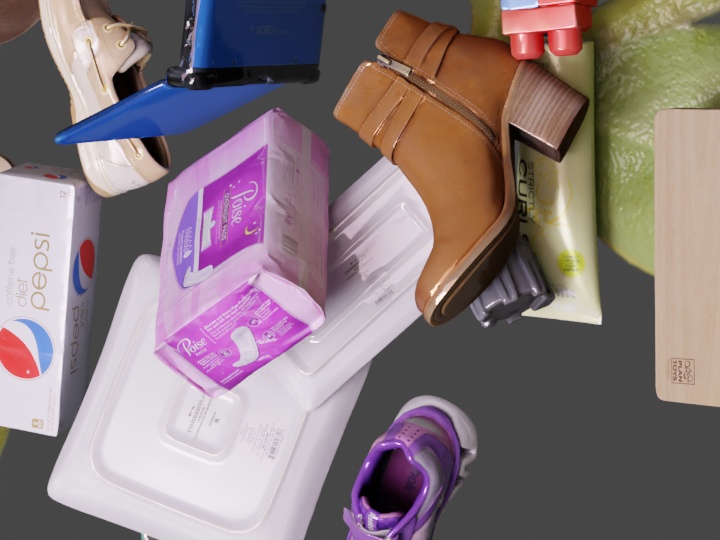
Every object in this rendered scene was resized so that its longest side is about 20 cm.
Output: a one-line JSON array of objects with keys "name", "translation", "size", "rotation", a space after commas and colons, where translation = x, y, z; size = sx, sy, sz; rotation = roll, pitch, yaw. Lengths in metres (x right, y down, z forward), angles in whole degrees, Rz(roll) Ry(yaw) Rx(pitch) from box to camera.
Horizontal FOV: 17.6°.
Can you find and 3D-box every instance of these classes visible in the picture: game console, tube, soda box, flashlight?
[{"name": "game console", "translation": [-0.117, -0.171, 1.659], "size": [0.118, 0.200, 0.172], "rotation": [10, 100, 22]}, {"name": "tube", "translation": [0.139, -0.063, 1.642], "size": [0.052, 0.058, 0.201], "rotation": [-3, 102, -16]}, {"name": "soda box", "translation": [-0.247, 0.022, 1.803], "size": [0.068, 0.064, 0.201], "rotation": [9, 103, 14]}, {"name": "flashlight", "translation": [0.063, -0.057, 1.642], "size": [0.068, 0.068, 0.201], "rotation": [-29, 70, 15]}]

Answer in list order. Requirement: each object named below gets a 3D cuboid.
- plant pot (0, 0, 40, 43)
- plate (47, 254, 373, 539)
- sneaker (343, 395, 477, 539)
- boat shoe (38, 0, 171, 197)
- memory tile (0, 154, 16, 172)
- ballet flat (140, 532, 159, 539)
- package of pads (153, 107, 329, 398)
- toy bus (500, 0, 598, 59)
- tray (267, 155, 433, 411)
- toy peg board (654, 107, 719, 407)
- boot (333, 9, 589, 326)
[{"name": "plant pot", "translation": [-0.346, -0.259, 1.752], "size": [0.186, 0.200, 0.188], "rotation": [3, 98, 24]}, {"name": "plate", "translation": [-0.114, 0.109, 1.733], "size": [0.199, 0.032, 0.200], "rotation": [21, 84, 10]}, {"name": "sneaker", "translation": [0.020, 0.191, 1.702], "size": [0.080, 0.088, 0.201], "rotation": [20, 105, 19]}, {"name": "boat shoe", "translation": [-0.189, -0.159, 1.767], "size": [0.069, 0.074, 0.201], "rotation": [-11, 101, 22]}, {"name": "memory tile", "translation": [-0.334, -0.040, 1.872], "size": [0.200, 0.017, 0.154], "rotation": [35, 108, 17]}, {"name": "ballet flat", "translation": [-0.140, 0.170, 1.778], "size": [0.072, 0.072, 0.201], "rotation": [-15, 89, 25]}, {"name": "package of pads", "translation": [-0.083, -0.017, 1.673], "size": [0.120, 0.200, 0.076], "rotation": [-35, 122, 26]}, {"name": "toy bus", "translation": [0.148, -0.242, 1.562], "size": [0.199, 0.136, 0.193], "rotation": [-7, 89, 23]}, {"name": "tray", "translation": [0.000, 0.000, 1.696], "size": [0.200, 0.022, 0.107], "rotation": [-42, 79, 6]}, {"name": "toy peg board", "translation": [0.307, -0.009, 1.562], "size": [0.198, 0.098, 0.201], "rotation": [4, 97, 39]}, {"name": "boot", "translation": [0.046, -0.073, 1.587], "size": [0.154, 0.074, 0.200], "rotation": [28, 72, 13]}]
